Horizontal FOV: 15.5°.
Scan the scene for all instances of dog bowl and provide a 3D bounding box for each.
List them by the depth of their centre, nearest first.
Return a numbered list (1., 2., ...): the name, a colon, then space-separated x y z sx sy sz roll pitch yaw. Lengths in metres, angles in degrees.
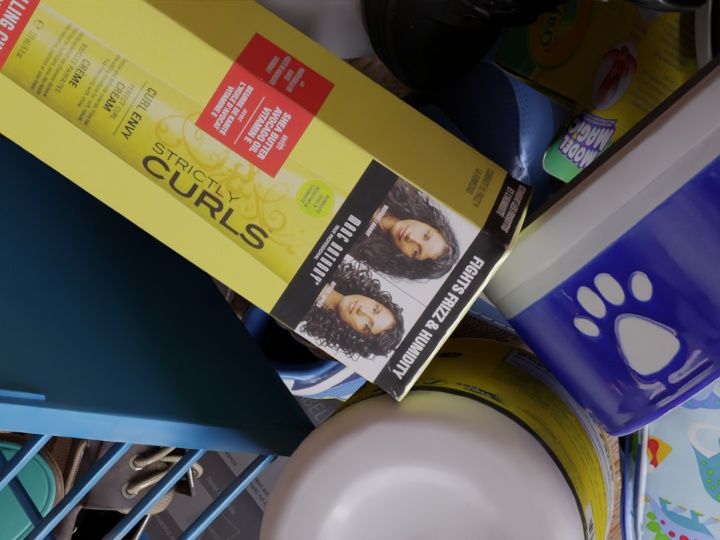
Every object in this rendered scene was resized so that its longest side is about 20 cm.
1. dog bowl: 0.138 -0.034 0.928 0.200 0.079 0.200 -41 179 -1

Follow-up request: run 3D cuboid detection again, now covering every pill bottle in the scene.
1. pill bottle: 0.035 0.086 0.972 0.112 0.112 0.200 -46 177 11

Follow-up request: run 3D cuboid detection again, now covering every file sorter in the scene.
1. file sorter: -0.140 0.040 0.946 0.123 0.139 0.200 -45 154 19

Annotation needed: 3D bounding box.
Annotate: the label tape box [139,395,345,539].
1. label tape box: -0.006 0.107 1.218 0.199 0.143 0.066 -29 153 -21

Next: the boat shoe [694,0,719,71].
1. boat shoe: 0.182 -0.150 1.030 0.075 0.060 0.201 -27 134 -47

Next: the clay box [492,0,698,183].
1. clay box: 0.124 -0.128 1.070 0.201 0.047 0.115 -62 151 3

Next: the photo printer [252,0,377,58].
1. photo printer: 0.026 -0.167 0.917 0.166 0.070 0.201 -8 140 -47

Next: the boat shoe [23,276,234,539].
1. boat shoe: -0.096 0.071 1.121 0.074 0.073 0.201 -12 143 -44

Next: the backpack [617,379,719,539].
1. backpack: 0.190 0.077 1.091 0.147 0.182 0.201 -63 158 -46

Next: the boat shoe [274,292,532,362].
1. boat shoe: 0.000 0.000 1.061 0.199 0.072 0.073 27 111 -25

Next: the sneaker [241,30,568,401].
1. sneaker: 0.016 -0.017 1.138 0.082 0.074 0.201 -1 133 -49

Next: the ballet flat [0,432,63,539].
1. ballet flat: -0.214 0.129 1.079 0.199 0.068 0.072 -32 173 -16

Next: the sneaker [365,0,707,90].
1. sneaker: 0.070 -0.111 0.863 0.060 0.104 0.201 -18 146 -37

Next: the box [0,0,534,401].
1. box: -0.046 -0.047 0.870 0.075 0.199 0.050 -53 -177 28
